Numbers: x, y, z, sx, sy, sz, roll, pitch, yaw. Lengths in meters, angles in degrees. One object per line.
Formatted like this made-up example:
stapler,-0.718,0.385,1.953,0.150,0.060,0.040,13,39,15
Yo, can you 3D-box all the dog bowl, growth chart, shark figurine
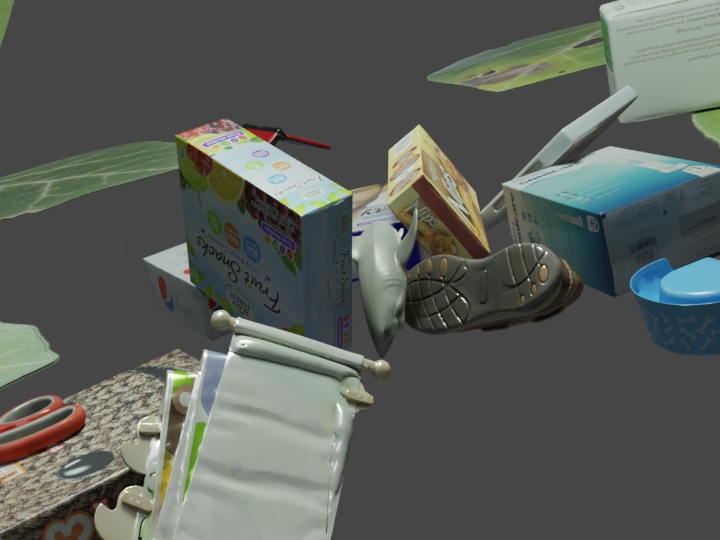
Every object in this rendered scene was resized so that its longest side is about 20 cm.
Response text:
dog bowl,0.314,0.012,0.770,0.196,0.051,0.111,-20,19,-16
growth chart,-0.069,0.114,0.570,0.142,0.018,0.203,22,55,-5
shark figurine,0.000,-0.019,0.939,0.087,0.131,0.215,8,18,-9

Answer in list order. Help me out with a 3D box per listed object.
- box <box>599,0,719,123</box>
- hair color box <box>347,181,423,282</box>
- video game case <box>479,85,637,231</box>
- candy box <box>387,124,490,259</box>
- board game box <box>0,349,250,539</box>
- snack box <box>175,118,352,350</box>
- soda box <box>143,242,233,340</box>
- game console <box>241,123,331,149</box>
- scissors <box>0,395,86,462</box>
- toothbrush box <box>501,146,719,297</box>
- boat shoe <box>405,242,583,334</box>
box,0.497,-0.354,1.533,0.196,0.175,0.199,-10,18,13
hair color box,0.022,-0.053,1.163,0.107,0.066,0.200,-11,16,8
video game case,0.233,-0.132,1.144,0.199,0.024,0.182,-34,-11,-47
candy box,0.085,-0.082,1.078,0.055,0.116,0.201,-38,17,17
board game box,-0.167,0.150,0.635,0.197,0.099,0.158,-24,20,-30
snack box,-0.092,-0.027,0.905,0.067,0.172,0.199,-24,42,-33
soda box,-0.185,0.019,1.098,0.067,0.065,0.199,-22,20,-25
game console,-0.183,-0.229,1.916,0.173,0.119,0.199,-51,27,-10
scissors,-0.275,0.124,0.606,0.197,0.014,0.073,-21,21,-25
toothbrush box,0.254,-0.057,0.963,0.144,0.087,0.200,-20,19,-15
boat shoe,0.116,0.025,0.870,0.071,0.078,0.198,15,-14,-39
